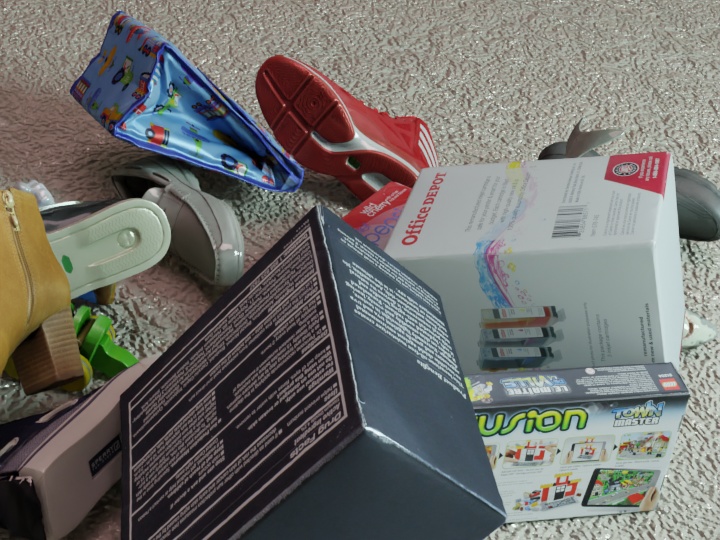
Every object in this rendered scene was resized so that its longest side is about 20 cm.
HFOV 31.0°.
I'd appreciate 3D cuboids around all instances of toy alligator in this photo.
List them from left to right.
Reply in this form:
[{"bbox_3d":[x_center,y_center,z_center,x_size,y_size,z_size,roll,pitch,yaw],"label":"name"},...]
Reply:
[{"bbox_3d":[-0.253,0.042,0.978,0.197,0.055,0.060,13,34,8],"label":"toy alligator"}]

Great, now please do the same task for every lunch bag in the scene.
[{"bbox_3d":[-0.145,-0.134,1.188,0.199,0.095,0.150,30,5,-34],"label":"lunch bag"}]

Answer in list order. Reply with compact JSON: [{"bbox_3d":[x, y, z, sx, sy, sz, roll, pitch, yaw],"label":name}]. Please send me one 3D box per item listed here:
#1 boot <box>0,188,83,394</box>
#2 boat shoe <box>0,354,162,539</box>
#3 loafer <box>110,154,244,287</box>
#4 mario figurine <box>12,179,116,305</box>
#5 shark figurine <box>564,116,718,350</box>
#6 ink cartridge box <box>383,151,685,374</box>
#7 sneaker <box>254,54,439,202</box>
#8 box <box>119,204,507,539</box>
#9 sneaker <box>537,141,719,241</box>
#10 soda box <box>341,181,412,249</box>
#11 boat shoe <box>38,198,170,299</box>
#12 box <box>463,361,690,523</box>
[{"bbox_3d":[-0.260,0.015,0.821,0.070,0.146,0.201,-23,-5,25],"label":"boot"},{"bbox_3d":[-0.195,0.109,0.882,0.092,0.076,0.200,3,20,26],"label":"boat shoe"},{"bbox_3d":[-0.156,-0.041,1.103,0.069,0.071,0.200,-6,27,-28],"label":"loafer"},{"bbox_3d":[-0.288,-0.027,1.021,0.197,0.108,0.123,4,-5,-16],"label":"mario figurine"},{"bbox_3d":[0.194,-0.013,1.097,0.127,0.217,0.090,-26,-3,1],"label":"shark figurine"},{"bbox_3d":[0.133,0.011,0.968,0.197,0.146,0.146,-2,30,20],"label":"ink cartridge box"},{"bbox_3d":[-0.007,-0.134,1.233,0.200,0.078,0.116,46,27,-2],"label":"sneaker"},{"bbox_3d":[-0.039,0.110,0.769,0.123,0.200,0.199,35,24,-29],"label":"box"},{"bbox_3d":[0.244,-0.057,1.205,0.198,0.076,0.079,17,46,28],"label":"sneaker"},{"bbox_3d":[0.000,0.000,1.075,0.069,0.064,0.200,23,38,23],"label":"soda box"},{"bbox_3d":[-0.241,-0.009,0.957,0.198,0.073,0.068,-17,21,-20],"label":"boat shoe"},{"bbox_3d":[0.116,0.120,0.880,0.197,0.111,0.035,-2,35,-13],"label":"box"}]
